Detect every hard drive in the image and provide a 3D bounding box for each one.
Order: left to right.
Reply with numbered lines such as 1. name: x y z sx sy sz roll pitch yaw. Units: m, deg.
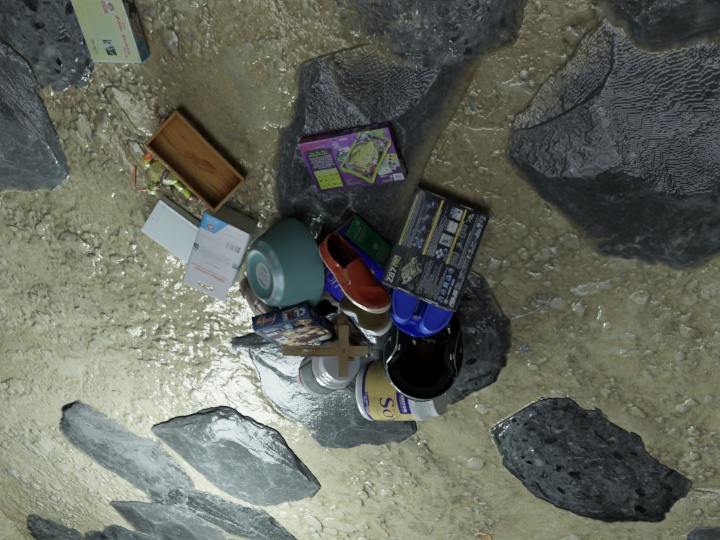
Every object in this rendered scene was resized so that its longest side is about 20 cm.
1. hard drive: -0.413 -0.076 1.746 0.199 0.026 0.132 37 133 -12

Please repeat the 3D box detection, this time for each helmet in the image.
1. helmet: 0.139 0.184 1.631 0.196 0.201 0.194 13 126 10

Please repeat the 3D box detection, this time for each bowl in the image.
1. bowl: -0.177 -0.005 1.592 0.199 0.104 0.205 23 121 46

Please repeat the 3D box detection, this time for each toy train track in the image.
1. toy train track: -0.082 0.182 1.676 0.196 0.117 0.032 2 179 -14

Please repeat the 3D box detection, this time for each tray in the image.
1. tray: -0.345 -0.228 1.540 0.099 0.037 0.200 -43 111 4

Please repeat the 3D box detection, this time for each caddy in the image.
1. caddy: 0.137 0.037 1.518 0.139 0.203 0.105 22 177 3

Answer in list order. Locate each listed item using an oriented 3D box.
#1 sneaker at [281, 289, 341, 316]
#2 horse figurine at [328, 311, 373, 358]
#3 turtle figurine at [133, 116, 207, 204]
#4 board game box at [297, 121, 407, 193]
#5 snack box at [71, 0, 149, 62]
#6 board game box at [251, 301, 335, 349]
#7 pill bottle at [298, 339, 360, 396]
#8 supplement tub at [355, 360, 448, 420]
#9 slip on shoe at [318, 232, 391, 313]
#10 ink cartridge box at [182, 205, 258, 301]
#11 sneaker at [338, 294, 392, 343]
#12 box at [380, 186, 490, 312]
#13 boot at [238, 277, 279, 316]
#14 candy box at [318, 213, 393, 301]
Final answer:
1. sneaker: -0.117 0.070 1.722 0.197 0.081 0.074 -11 128 32
2. horse figurine: -0.020 0.145 1.752 0.132 0.050 0.201 40 153 8
3. turtle figurine: -0.406 -0.218 1.583 0.159 0.065 0.201 26 123 -13
4. board game box: -0.015 -0.221 1.452 0.196 0.033 0.121 -5 132 25
5. snack box: -0.482 -0.493 1.386 0.114 0.037 0.203 7 132 17
6. board game box: -0.148 0.129 1.665 0.133 0.035 0.200 -16 158 11
7. pill bottle: -0.076 0.237 1.790 0.113 0.115 0.200 32 156 -9
8. supplement tub: 0.102 0.290 1.785 0.196 0.147 0.147 -5 129 26
9. slip on shoe: -0.012 0.005 1.475 0.201 0.074 0.061 50 154 16
10. ink cartridge box: -0.323 -0.042 1.679 0.114 0.067 0.202 25 122 -4
11. sneaker: 0.035 0.111 1.549 0.109 0.070 0.199 48 171 -27
12. box: 0.146 -0.040 1.445 0.158 0.204 0.049 20 177 0
13. boot: -0.239 0.087 1.786 0.147 0.070 0.200 52 164 6
14. candy box: 0.000 0.000 1.612 0.199 0.078 0.168 40 134 -17
